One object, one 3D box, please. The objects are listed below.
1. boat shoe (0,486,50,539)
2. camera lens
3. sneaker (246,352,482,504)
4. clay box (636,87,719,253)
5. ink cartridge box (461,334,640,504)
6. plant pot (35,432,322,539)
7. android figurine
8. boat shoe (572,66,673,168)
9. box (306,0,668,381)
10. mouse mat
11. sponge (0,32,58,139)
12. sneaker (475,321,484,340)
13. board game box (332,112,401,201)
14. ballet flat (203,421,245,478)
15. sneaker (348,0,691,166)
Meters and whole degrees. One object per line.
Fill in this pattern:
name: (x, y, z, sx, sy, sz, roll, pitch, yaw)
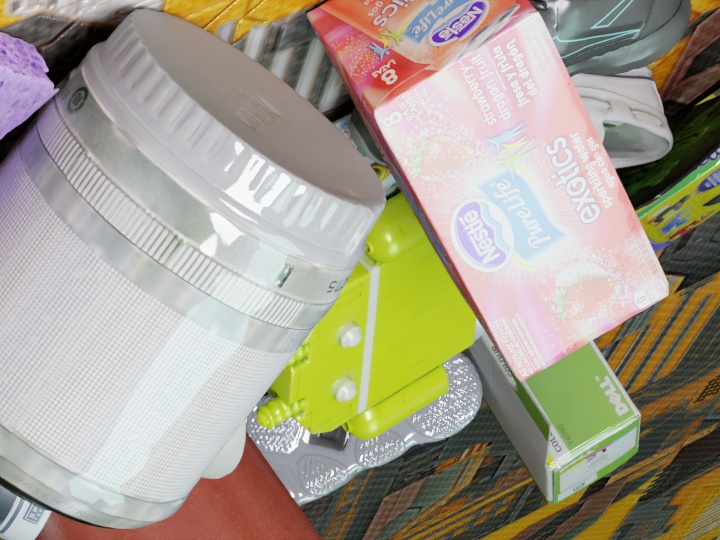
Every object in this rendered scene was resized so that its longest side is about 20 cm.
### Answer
boat shoe: (-0.229, 0.105, 1.593, 0.071, 0.091, 0.200, -66, -164, -14)
camera lens: (-0.103, 0.004, 1.309, 0.200, 0.160, 0.160, -53, 157, 15)
sneaker: (-0.013, 0.110, 1.944, 0.199, 0.076, 0.114, -19, 175, 0)
clay box: (0.251, -0.088, 1.894, 0.199, 0.048, 0.115, -34, 165, 11)
ink cartridge box: (0.117, 0.054, 1.887, 0.075, 0.148, 0.200, -30, 163, -6)
plant pot: (-0.112, 0.180, 1.765, 0.200, 0.196, 0.201, -29, 163, -10)
android figurine: (0.017, 0.022, 1.639, 0.199, 0.041, 0.183, -30, 146, -31)
boat shoe: (0.113, -0.084, 1.639, 0.199, 0.067, 0.074, -14, 156, -44)
box: (0.066, -0.057, 1.428, 0.094, 0.103, 0.200, -31, 130, -1)
mouse mat: (0.178, -0.067, 1.738, 0.161, 0.008, 0.200, -24, -168, 48)
sponge: (-0.215, -0.070, 1.187, 0.111, 0.030, 0.200, -36, 162, 13)
sneaker: (0.010, 0.031, 1.803, 0.070, 0.073, 0.200, 22, 146, -23)
board game box: (-0.039, -0.018, 1.600, 0.126, 0.035, 0.200, -28, 164, -33)
ballet flat: (-0.098, 0.068, 1.580, 0.069, 0.070, 0.200, -23, 151, -25)
sneaker: (0.079, -0.124, 1.500, 0.199, 0.075, 0.079, -29, 143, -12)
